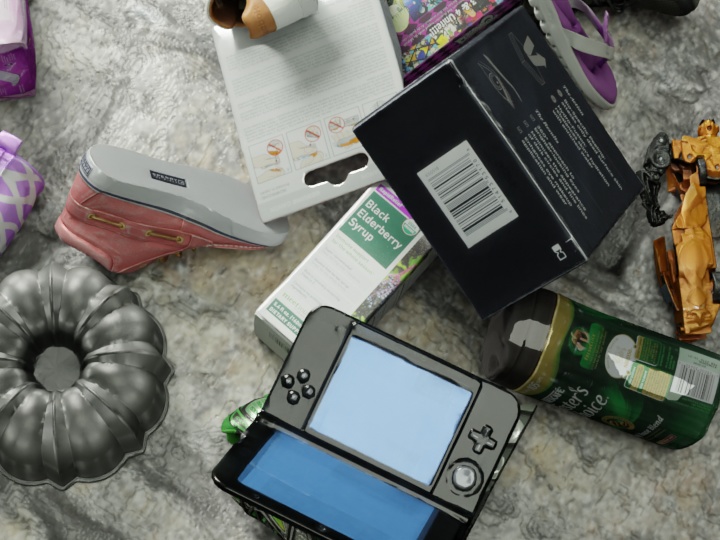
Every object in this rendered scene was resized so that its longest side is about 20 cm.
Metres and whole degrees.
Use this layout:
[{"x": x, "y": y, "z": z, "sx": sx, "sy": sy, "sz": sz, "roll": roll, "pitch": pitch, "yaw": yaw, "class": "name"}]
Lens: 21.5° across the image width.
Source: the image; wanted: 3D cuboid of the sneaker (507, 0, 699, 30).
[{"x": 0.211, "y": -0.259, "z": 1.772, "sx": 0.198, "sy": 0.076, "sz": 0.115, "roll": 24, "pitch": 74, "yaw": 7, "class": "sneaker"}]

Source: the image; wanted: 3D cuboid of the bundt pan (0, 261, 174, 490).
[{"x": -0.262, "y": 0.083, "z": 1.635, "sx": 0.200, "sy": 0.076, "sz": 0.203, "roll": 1, "pitch": 73, "yaw": -2, "class": "bundt pan"}]

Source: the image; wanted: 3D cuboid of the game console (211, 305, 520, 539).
[{"x": 0.009, "y": 0.137, "z": 1.534, "sx": 0.199, "sy": 0.116, "sz": 0.177, "roll": 25, "pitch": 84, "yaw": 8, "class": "game console"}]

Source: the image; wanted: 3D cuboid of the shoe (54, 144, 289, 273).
[{"x": -0.168, "y": -0.041, "z": 1.686, "sx": 0.199, "sy": 0.091, "sz": 0.072, "roll": 17, "pitch": 33, "yaw": -24, "class": "shoe"}]

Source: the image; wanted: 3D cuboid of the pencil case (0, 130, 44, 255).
[{"x": -0.356, "y": -0.024, "z": 1.657, "sx": 0.084, "sy": 0.086, "sz": 0.201, "roll": 26, "pitch": 72, "yaw": 11, "class": "pencil case"}]

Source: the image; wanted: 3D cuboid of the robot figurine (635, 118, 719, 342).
[{"x": 0.322, "y": -0.038, "z": 1.716, "sx": 0.144, "sy": 0.058, "sz": 0.201, "roll": -2, "pitch": 73, "yaw": -5, "class": "robot figurine"}]

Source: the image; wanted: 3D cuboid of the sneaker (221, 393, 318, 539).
[{"x": -0.062, "y": 0.202, "z": 1.617, "sx": 0.085, "sy": 0.078, "sz": 0.201, "roll": -18, "pitch": 65, "yaw": -2, "class": "sneaker"}]

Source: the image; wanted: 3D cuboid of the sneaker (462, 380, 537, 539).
[{"x": 0.070, "y": 0.180, "z": 1.628, "sx": 0.088, "sy": 0.074, "sz": 0.201, "roll": 28, "pitch": 63, "yaw": 5, "class": "sneaker"}]

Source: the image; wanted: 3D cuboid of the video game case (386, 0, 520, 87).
[{"x": 0.057, "y": -0.292, "z": 1.750, "sx": 0.200, "sy": 0.036, "sz": 0.182, "roll": -37, "pitch": 75, "yaw": 13, "class": "video game case"}]

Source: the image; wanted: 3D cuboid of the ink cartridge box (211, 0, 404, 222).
[{"x": -0.035, "y": -0.154, "z": 1.708, "sx": 0.159, "sy": 0.047, "sz": 0.201, "roll": -19, "pitch": 72, "yaw": 11, "class": "ink cartridge box"}]

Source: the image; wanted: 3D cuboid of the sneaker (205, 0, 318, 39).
[{"x": -0.119, "y": -0.272, "z": 1.718, "sx": 0.084, "sy": 0.073, "sz": 0.200, "roll": -33, "pitch": 40, "yaw": -9, "class": "sneaker"}]

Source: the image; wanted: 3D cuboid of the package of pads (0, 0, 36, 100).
[{"x": -0.339, "y": -0.264, "z": 1.715, "sx": 0.075, "sy": 0.121, "sz": 0.201, "roll": -7, "pitch": 72, "yaw": -6, "class": "package of pads"}]

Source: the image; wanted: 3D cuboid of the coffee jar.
[{"x": 0.205, "y": 0.083, "z": 1.634, "sx": 0.199, "sy": 0.104, "sz": 0.086, "roll": 21, "pitch": 74, "yaw": -5, "class": "coffee jar"}]

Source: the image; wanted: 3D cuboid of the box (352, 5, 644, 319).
[{"x": 0.122, "y": -0.095, "z": 1.615, "sx": 0.117, "sy": 0.200, "sz": 0.197, "roll": -32, "pitch": 95, "yaw": 30, "class": "box"}]

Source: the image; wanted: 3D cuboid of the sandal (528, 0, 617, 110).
[{"x": 0.198, "y": -0.215, "z": 1.697, "sx": 0.050, "sy": 0.203, "sz": 0.083, "roll": -20, "pitch": 49, "yaw": 21, "class": "sandal"}]

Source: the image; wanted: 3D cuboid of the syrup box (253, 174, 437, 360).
[{"x": 0.000, "y": 0.000, "z": 1.673, "sx": 0.079, "sy": 0.081, "sz": 0.200, "roll": 40, "pitch": 76, "yaw": 8, "class": "syrup box"}]
